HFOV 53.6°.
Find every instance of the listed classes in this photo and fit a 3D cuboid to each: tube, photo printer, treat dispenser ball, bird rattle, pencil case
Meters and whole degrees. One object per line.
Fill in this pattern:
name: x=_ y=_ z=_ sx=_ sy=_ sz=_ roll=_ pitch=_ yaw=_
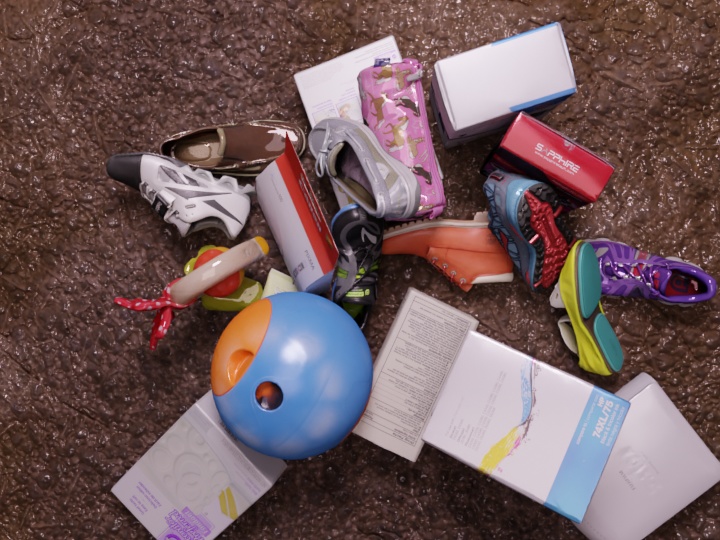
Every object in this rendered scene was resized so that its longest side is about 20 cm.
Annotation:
tube: x=-0.132 y=0.102 z=0.984 sx=0.052 sy=0.058 sz=0.202 roll=26 pitch=93 yaw=18
photo printer: x=0.349 y=0.260 z=0.942 sx=0.199 sy=0.069 sz=0.167 roll=-38 pitch=88 yaw=4
treat dispenser ball: x=-0.083 y=0.127 z=0.874 sx=0.198 sy=0.201 sz=0.203 roll=0 pitch=91 yaw=4
bird rattle: x=-0.204 y=0.009 z=0.912 sx=0.162 sy=0.199 sz=0.113 roll=-33 pitch=82 yaw=32
pencil case: x=0.052 y=-0.160 z=0.890 sx=0.082 sy=0.086 sz=0.202 roll=-11 pitch=92 yaw=-11

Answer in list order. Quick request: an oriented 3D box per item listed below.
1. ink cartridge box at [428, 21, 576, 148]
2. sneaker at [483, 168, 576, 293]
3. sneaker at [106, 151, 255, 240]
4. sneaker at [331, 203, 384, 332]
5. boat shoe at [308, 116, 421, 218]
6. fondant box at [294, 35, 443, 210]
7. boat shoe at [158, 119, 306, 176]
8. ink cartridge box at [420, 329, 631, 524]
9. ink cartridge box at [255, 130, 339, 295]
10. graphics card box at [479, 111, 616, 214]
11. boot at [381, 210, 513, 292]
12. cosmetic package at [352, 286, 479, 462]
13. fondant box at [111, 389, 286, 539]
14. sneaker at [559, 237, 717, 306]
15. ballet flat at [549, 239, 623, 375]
ink cartridge box: x=0.166 y=-0.220 z=0.879 sx=0.145 sy=0.200 sz=0.087 roll=-17 pitch=91 yaw=5
sneaker: x=0.207 y=-0.055 z=0.892 sx=0.079 sy=0.201 sz=0.095 roll=-40 pitch=48 yaw=-10
sneaker: x=-0.245 y=-0.095 z=0.945 sx=0.198 sy=0.074 sz=0.089 roll=15 pitch=72 yaw=-6
sneaker: x=0.000 y=0.000 z=0.912 sx=0.070 sy=0.083 sz=0.201 roll=-5 pitch=131 yaw=-13
boat shoe: x=-0.009 y=-0.125 z=0.859 sx=0.202 sy=0.064 sz=0.075 roll=47 pitch=134 yaw=36
fondant box: x=0.012 y=-0.190 z=0.962 sx=0.143 sy=0.058 sz=0.202 roll=-20 pitch=89 yaw=4
boat shoe: x=-0.175 y=-0.164 z=0.966 sx=0.200 sy=0.075 sz=0.076 roll=-9 pitch=91 yaw=4
ink cartridge box: x=0.199 y=0.185 z=0.869 sx=0.198 sy=0.147 sz=0.147 roll=24 pitch=86 yaw=17
ink cartridge box: x=-0.083 y=-0.059 z=0.891 sx=0.057 sy=0.200 sz=0.164 roll=-23 pitch=80 yaw=-7
graphics card box: x=0.221 y=-0.124 z=0.878 sx=0.125 sy=0.200 sz=0.051 roll=30 pitch=92 yaw=2
boot: x=0.112 y=-0.022 z=0.954 sx=0.198 sy=0.075 sz=0.109 roll=-3 pitch=96 yaw=3
cosmetic package: x=0.068 y=0.134 z=0.950 sx=0.103 sy=0.087 sz=0.202 roll=26 pitch=92 yaw=1
fondant box: x=-0.217 y=0.278 z=0.956 sx=0.144 sy=0.058 sz=0.200 roll=46 pitch=111 yaw=1
sneaker: x=0.363 y=0.002 z=0.929 sx=0.198 sy=0.083 sz=0.082 roll=7 pitch=91 yaw=6
ballet flat: x=0.282 y=0.053 z=0.921 sx=0.067 sy=0.067 sz=0.201 roll=1 pitch=125 yaw=44
